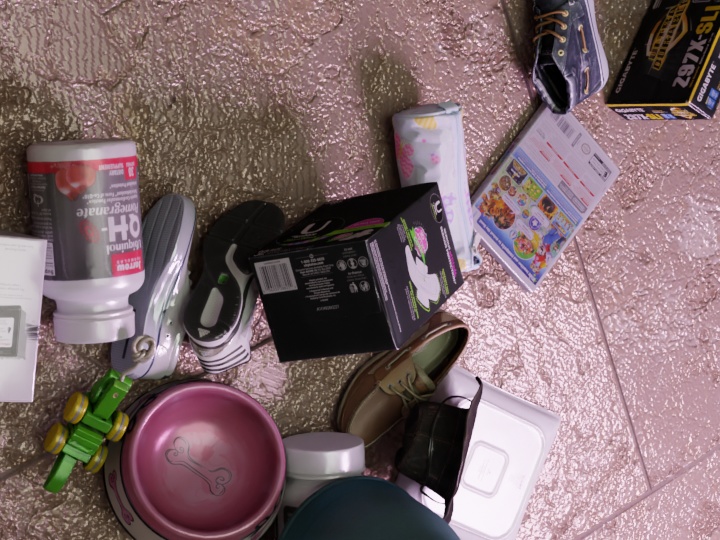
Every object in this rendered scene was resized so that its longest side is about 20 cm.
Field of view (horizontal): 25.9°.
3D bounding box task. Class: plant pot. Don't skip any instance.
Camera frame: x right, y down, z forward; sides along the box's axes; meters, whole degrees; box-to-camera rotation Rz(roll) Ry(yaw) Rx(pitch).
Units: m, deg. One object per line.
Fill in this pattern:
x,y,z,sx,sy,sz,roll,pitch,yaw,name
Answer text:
0.035,0.332,1.623,0.199,0.188,0.201,-3,97,-27,plant pot

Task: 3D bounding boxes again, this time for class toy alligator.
-0.269,0.139,1.608,0.059,0.054,0.200,29,103,-23,toy alligator

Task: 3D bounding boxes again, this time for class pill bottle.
-0.276,-0.031,1.583,0.110,0.111,0.201,-7,99,-29,pill bottle
-0.039,0.289,1.750,0.114,0.114,0.201,-5,98,-29,pill bottle

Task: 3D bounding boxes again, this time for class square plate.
0.145,0.238,1.901,0.198,0.028,0.201,26,82,-29,square plate

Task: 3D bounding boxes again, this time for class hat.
0.082,0.201,1.768,0.081,0.201,0.201,13,88,5,hat

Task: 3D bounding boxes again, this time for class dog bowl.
-0.167,0.205,1.648,0.199,0.074,0.201,5,73,-15,dog bowl

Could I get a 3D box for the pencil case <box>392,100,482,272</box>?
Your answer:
0.089,-0.093,1.800,0.083,0.091,0.201,-14,101,-28,pencil case

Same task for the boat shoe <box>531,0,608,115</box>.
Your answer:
0.235,-0.288,1.863,0.091,0.071,0.201,-41,117,-41,boat shoe

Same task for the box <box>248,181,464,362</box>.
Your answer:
0.000,0.000,1.679,0.200,0.148,0.125,-39,117,-58,box

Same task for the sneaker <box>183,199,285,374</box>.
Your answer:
-0.138,0.024,1.703,0.075,0.116,0.201,17,55,10,sneaker

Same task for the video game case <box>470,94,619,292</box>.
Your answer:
0.221,-0.094,1.918,0.143,0.018,0.200,45,73,-26,video game case

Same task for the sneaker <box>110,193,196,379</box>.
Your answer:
-0.209,0.019,1.660,0.071,0.073,0.201,18,89,-50,sneaker

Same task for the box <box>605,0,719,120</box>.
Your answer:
0.402,-0.281,1.922,0.049,0.160,0.201,29,81,-29,box

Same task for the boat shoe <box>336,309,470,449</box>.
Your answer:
0.052,0.123,1.809,0.076,0.074,0.200,47,72,-25,boat shoe

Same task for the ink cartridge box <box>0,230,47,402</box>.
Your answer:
-0.366,0.062,1.538,0.066,0.116,0.201,4,94,-31,ink cartridge box
